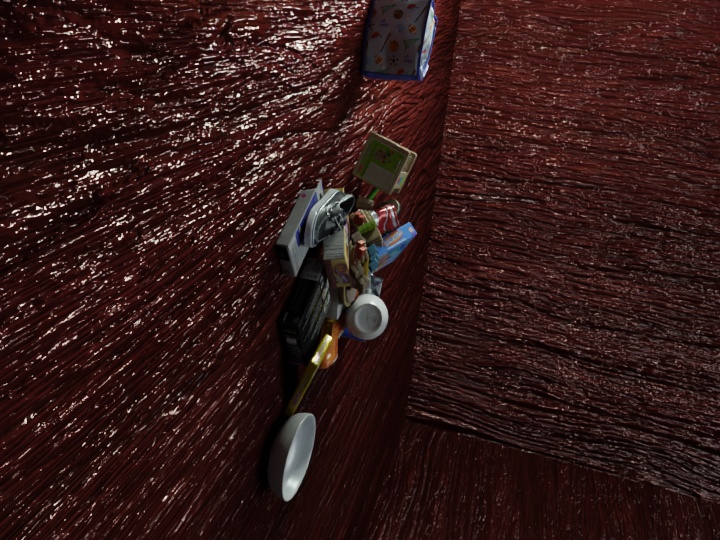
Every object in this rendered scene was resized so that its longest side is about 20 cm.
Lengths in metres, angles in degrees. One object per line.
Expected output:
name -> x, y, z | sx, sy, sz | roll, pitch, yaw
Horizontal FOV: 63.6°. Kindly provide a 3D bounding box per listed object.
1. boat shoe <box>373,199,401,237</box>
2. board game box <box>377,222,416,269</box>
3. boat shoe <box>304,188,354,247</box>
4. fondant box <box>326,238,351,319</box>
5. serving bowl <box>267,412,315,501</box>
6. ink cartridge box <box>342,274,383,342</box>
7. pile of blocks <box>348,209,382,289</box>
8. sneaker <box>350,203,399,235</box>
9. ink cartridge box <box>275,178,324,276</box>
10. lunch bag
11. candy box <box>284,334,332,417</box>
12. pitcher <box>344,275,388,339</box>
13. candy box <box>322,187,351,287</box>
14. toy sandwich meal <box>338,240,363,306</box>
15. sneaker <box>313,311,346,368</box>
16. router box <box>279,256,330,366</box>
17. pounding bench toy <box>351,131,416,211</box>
boat shoe -> 0.057, -0.129, 1.716 | 0.062, 0.074, 0.202 | 6, 132, -47
board game box -> 0.065, -0.050, 1.698 | 0.150, 0.045, 0.200 | -30, 170, -27
boat shoe -> -0.063, -0.112, 1.255 | 0.201, 0.066, 0.073 | -60, 157, -53
fondant box -> -0.053, 0.017, 1.570 | 0.201, 0.057, 0.147 | -58, 156, -59
serving bowl -> -0.172, 0.433, 1.377 | 0.200, 0.064, 0.205 | 13, 89, -77
ink cartridge box -> 0.000, 0.109, 1.777 | 0.039, 0.097, 0.205 | 169, -65, -69
pile of blocks -> 0.013, -0.062, 1.363 | 0.062, 0.080, 0.204 | 82, 5, -65
sneaker -> 0.041, -0.115, 1.647 | 0.111, 0.072, 0.201 | -24, 163, -30
ink cartridge box -> -0.123, -0.095, 1.234 | 0.096, 0.036, 0.202 | 83, 24, -51
lunch bag -> 0.098, -0.585, 1.493 | 0.124, 0.166, 0.205 | 38, 62, -70
candy box -> -0.125, 0.251, 1.379 | 0.202, 0.026, 0.103 | -63, -179, 37
pitcher -> 0.015, 0.099, 1.621 | 0.200, 0.118, 0.176 | -165, -102, -86
candy box -> -0.055, -0.077, 1.366 | 0.118, 0.055, 0.204 | 80, 8, -58
toy sandwich meal -> 0.000, 0.000, 1.496 | 0.205, 0.069, 0.210 | 11, 90, -78
sneaker -> -0.089, 0.177, 1.552 | 0.202, 0.071, 0.078 | -76, 158, -48
router box -> -0.123, 0.094, 1.342 | 0.151, 0.050, 0.202 | 87, 18, -46
pounding bench toy -> 0.056, -0.267, 1.647 | 0.203, 0.123, 0.156 | -64, 171, 13
